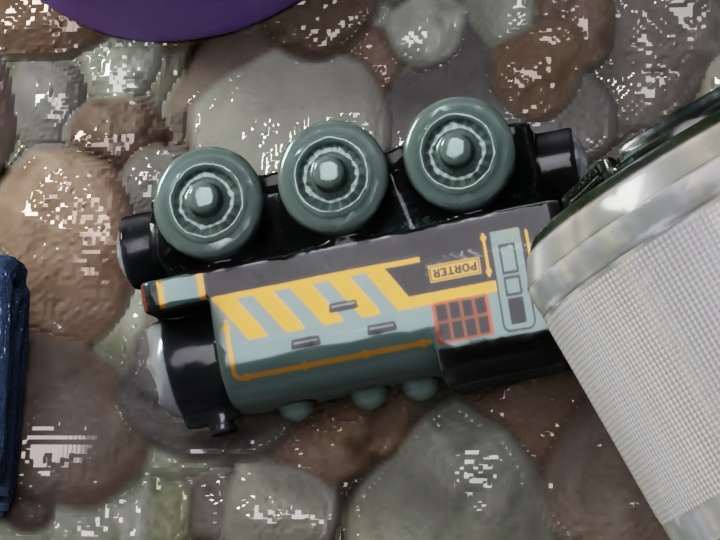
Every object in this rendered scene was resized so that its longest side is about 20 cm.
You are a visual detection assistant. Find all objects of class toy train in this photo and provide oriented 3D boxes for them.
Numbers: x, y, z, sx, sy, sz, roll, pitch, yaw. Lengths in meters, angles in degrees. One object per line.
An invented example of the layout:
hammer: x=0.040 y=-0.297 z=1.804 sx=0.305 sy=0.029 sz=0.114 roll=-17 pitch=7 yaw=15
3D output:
toy train: x=0.000 y=0.000 z=1.109 sx=0.198 sy=0.085 sz=0.115 roll=-11 pitch=80 yaw=7

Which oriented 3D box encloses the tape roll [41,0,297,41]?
tape roll: x=-0.084 y=-0.205 z=1.198 sx=0.198 sy=0.066 sz=0.202 roll=-3 pitch=72 yaw=10

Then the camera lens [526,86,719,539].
camera lens: x=0.167 y=0.033 z=1.005 sx=0.159 sy=0.160 sz=0.201 roll=-29 pitch=83 yaw=0

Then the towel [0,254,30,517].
towel: x=-0.237 y=0.047 z=1.153 sx=0.198 sy=0.049 sz=0.113 roll=-1 pitch=72 yaw=11
